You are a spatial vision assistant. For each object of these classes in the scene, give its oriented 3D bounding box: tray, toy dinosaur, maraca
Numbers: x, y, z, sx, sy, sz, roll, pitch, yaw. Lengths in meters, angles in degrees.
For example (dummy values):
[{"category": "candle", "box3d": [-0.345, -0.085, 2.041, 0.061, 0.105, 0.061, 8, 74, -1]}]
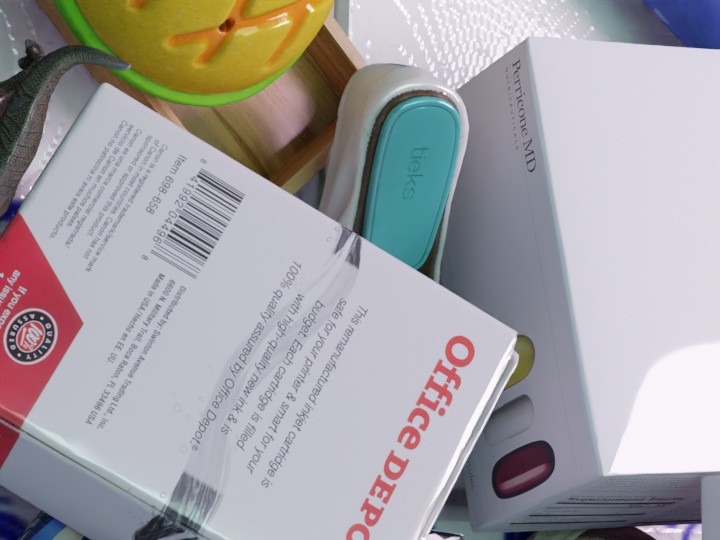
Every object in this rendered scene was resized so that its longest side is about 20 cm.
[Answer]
[{"category": "tray", "box3d": [-0.082, -0.122, 1.029, 0.099, 0.037, 0.200, -44, 106, -26]}, {"category": "toy dinosaur", "box3d": [-0.168, -0.035, 0.918, 0.077, 0.200, 0.102, 61, 34, -39]}, {"category": "maraca", "box3d": [-0.080, -0.154, 0.941, 0.137, 0.107, 0.200, -54, 127, -18]}]

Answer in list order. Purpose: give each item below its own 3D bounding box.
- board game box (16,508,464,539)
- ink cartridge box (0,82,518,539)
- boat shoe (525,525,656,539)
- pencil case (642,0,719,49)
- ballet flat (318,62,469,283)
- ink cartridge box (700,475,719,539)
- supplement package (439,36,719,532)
[{"category": "board game box", "box3d": [-0.058, 0.156, 0.994, 0.200, 0.062, 0.200, 45, 63, -11]}, {"category": "ink cartridge box", "box3d": [-0.059, 0.044, 0.933, 0.200, 0.084, 0.144, 31, 65, -4]}, {"category": "boat shoe", "box3d": [0.070, 0.182, 1.058, 0.200, 0.065, 0.072, -38, 118, -28]}, {"category": "pencil case", "box3d": [0.200, -0.124, 1.163, 0.200, 0.078, 0.087, 45, 25, -17]}, {"category": "ballet flat", "box3d": [0.000, 0.000, 1.034, 0.069, 0.069, 0.200, 1, 115, -29]}, {"category": "ink cartridge box", "box3d": [0.200, 0.149, 1.003, 0.200, 0.068, 0.116, 24, 62, -55]}, {"category": "supplement package", "box3d": [0.127, 0.009, 1.066, 0.156, 0.111, 0.200, 1, 71, -29]}]
